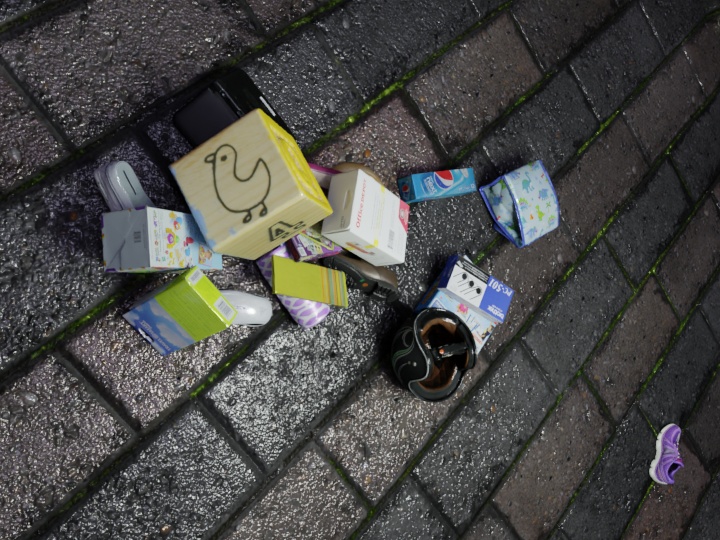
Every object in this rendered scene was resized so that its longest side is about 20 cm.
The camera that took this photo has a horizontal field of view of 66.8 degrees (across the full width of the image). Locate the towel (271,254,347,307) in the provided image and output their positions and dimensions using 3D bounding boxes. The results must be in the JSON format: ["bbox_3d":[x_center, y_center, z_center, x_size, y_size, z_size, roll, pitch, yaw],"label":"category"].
[{"bbox_3d":[-0.106,0.026,1.160,0.200,0.018,0.086,15,60,-43],"label":"towel"}]

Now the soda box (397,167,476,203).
[{"bbox_3d":[0.199,-0.219,1.407,0.200,0.068,0.064,-12,92,-29],"label":"soda box"}]

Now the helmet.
[{"bbox_3d":[0.164,0.200,1.282,0.200,0.191,0.200,9,52,-11],"label":"helmet"}]

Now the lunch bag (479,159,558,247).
[{"bbox_3d":[0.452,-0.180,1.512,0.170,0.127,0.200,-27,89,-29],"label":"lunch bag"}]

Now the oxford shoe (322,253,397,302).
[{"bbox_3d":[0.000,0.000,1.287,0.200,0.073,0.084,27,50,-22],"label":"oxford shoe"}]

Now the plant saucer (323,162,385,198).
[{"bbox_3d":[-0.007,-0.164,1.307,0.200,0.035,0.200,3,84,-28],"label":"plant saucer"}]

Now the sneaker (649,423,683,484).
[{"bbox_3d":[1.015,0.601,1.778,0.081,0.083,0.200,33,70,-23],"label":"sneaker"}]

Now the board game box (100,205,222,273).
[{"bbox_3d":[-0.358,-0.050,1.004,0.200,0.103,0.105,4,81,-69],"label":"board game box"}]

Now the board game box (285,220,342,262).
[{"bbox_3d":[-0.130,-0.117,1.186,0.120,0.032,0.200,-15,71,-39],"label":"board game box"}]

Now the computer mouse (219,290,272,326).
[{"bbox_3d":[-0.273,0.073,1.132,0.200,0.044,0.110,7,81,-28],"label":"computer mouse"}]

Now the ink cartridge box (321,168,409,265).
[{"bbox_3d":[0.016,-0.112,1.200,0.200,0.083,0.145,29,63,-47],"label":"ink cartridge box"}]

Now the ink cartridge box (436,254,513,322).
[{"bbox_3d":[0.294,0.049,1.385,0.200,0.044,0.094,30,74,-24],"label":"ink cartridge box"}]

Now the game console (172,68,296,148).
[{"bbox_3d":[-0.266,-0.306,1.186,0.200,0.116,0.176,51,35,-16],"label":"game console"}]

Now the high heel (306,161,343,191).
[{"bbox_3d":[-0.076,-0.215,1.233,0.200,0.067,0.096,3,39,-42],"label":"high heel"}]

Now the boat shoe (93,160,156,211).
[{"bbox_3d":[-0.438,-0.114,1.048,0.074,0.067,0.200,-58,138,-57],"label":"boat shoe"}]

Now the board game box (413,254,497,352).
[{"bbox_3d":[0.265,0.098,1.422,0.200,0.056,0.196,47,66,-17],"label":"board game box"}]

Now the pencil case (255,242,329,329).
[{"bbox_3d":[-0.146,0.031,1.190,0.200,0.084,0.086,60,30,-13],"label":"pencil case"}]

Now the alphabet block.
[{"bbox_3d":[-0.200,-0.154,1.045,0.200,0.196,0.195,-31,82,10],"label":"alphabet block"}]

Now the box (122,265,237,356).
[{"bbox_3d":[-0.340,0.081,1.026,0.122,0.200,0.048,53,34,-20],"label":"box"}]
